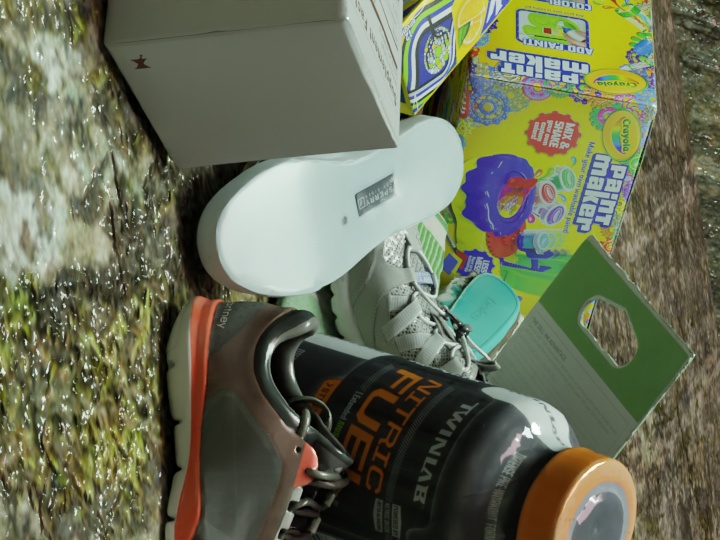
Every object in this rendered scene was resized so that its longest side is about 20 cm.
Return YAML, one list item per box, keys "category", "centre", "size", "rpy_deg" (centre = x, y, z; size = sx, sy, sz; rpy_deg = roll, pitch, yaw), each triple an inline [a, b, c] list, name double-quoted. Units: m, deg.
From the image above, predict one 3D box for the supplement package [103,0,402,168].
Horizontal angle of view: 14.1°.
- category: "supplement package"
  centre: [-0.046, -0.166, 1.400]
  size: [0.117, 0.117, 0.200]
  rpy_deg: [64, 25, -58]

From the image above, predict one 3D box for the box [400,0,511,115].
- category: "box"
  centre: [0.051, -0.184, 1.761]
  size: [0.200, 0.070, 0.064]
  rpy_deg: [-51, 142, -33]

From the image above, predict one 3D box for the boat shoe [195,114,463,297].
- category: "boat shoe"
  centre: [-0.038, -0.034, 1.521]
  size: [0.200, 0.091, 0.071]
  rpy_deg: [-23, 109, -49]

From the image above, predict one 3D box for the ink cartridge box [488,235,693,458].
- category: "ink cartridge box"
  centre: [0.109, 0.098, 1.642]
  size: [0.048, 0.200, 0.146]
  rpy_deg: [33, 12, -34]

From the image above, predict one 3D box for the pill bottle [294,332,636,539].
- category: "pill bottle"
  centre: [0.036, 0.102, 1.434]
  size: [0.106, 0.200, 0.106]
  rpy_deg: [-22, 119, -47]

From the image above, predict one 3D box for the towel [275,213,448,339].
- category: "towel"
  centre: [0.000, 0.000, 1.690]
  size: [0.153, 0.023, 0.200]
  rpy_deg: [52, 33, -38]

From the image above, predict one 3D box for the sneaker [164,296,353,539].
- category: "sneaker"
  centre: [-0.045, 0.109, 1.382]
  size: [0.077, 0.082, 0.200]
  rpy_deg: [15, 70, -77]

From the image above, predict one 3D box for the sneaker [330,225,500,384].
- category: "sneaker"
  centre: [0.042, 0.047, 1.621]
  size: [0.075, 0.082, 0.200]
  rpy_deg: [-8, 85, -62]

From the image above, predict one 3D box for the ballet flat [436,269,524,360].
- category: "ballet flat"
  centre: [0.037, 0.066, 1.784]
  size: [0.200, 0.072, 0.072]
  rpy_deg: [-37, 124, -53]

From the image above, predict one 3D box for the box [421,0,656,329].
- category: "box"
  centre: [0.110, -0.096, 1.890]
  size: [0.193, 0.122, 0.200]
  rpy_deg: [-87, -172, -50]
